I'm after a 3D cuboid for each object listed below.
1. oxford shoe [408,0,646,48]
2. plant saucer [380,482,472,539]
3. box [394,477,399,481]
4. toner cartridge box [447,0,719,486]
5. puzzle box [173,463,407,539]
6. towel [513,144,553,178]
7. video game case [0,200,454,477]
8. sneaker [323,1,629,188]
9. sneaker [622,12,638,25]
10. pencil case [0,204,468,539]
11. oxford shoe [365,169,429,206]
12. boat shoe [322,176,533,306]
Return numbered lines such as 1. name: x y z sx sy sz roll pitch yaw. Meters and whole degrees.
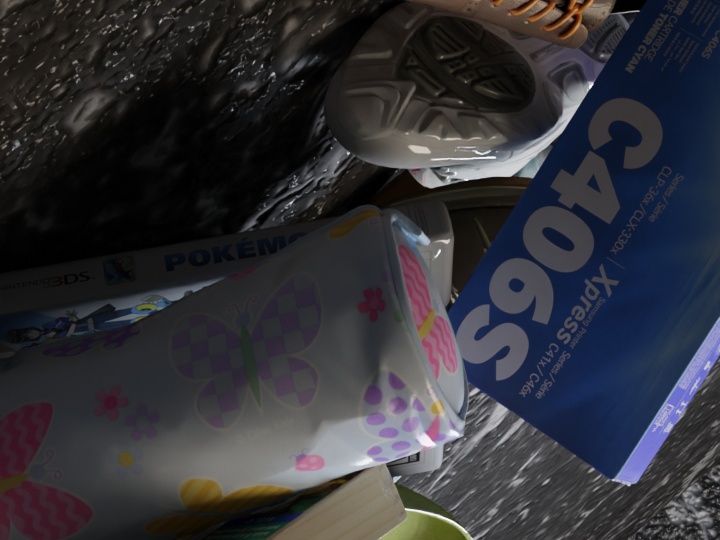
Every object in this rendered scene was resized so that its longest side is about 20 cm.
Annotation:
1. oxford shoe: 0.061 -0.122 0.772 0.200 0.073 0.071 -19 153 -52
2. plant saucer: -0.047 0.140 0.961 0.199 0.031 0.200 -12 152 -6
3. box: -0.035 0.134 1.282 0.137 0.040 0.200 -44 164 8
4. toner cartridge box: 0.119 -0.025 0.811 0.200 0.095 0.043 -58 161 3
5. puzzle box: -0.094 0.118 0.778 0.200 0.025 0.133 -13 -166 47
6. towel: 0.036 0.006 1.104 0.200 0.048 0.171 -44 166 13
7. video game case: -0.054 0.046 0.854 0.182 0.022 0.200 -10 149 -5
8. sneaker: 0.045 -0.064 0.889 0.200 0.078 0.099 -18 156 -51
9. sneaker: 0.166 -0.078 1.095 0.076 0.091 0.200 -41 165 -4
10. pencil case: -0.060 0.047 0.744 0.199 0.091 0.083 -19 153 11
11. oxford shoe: -0.009 0.015 0.984 0.200 0.071 0.071 -44 160 16
12. boat shoe: 0.000 0.000 0.907 0.199 0.072 0.068 -20 -154 15
